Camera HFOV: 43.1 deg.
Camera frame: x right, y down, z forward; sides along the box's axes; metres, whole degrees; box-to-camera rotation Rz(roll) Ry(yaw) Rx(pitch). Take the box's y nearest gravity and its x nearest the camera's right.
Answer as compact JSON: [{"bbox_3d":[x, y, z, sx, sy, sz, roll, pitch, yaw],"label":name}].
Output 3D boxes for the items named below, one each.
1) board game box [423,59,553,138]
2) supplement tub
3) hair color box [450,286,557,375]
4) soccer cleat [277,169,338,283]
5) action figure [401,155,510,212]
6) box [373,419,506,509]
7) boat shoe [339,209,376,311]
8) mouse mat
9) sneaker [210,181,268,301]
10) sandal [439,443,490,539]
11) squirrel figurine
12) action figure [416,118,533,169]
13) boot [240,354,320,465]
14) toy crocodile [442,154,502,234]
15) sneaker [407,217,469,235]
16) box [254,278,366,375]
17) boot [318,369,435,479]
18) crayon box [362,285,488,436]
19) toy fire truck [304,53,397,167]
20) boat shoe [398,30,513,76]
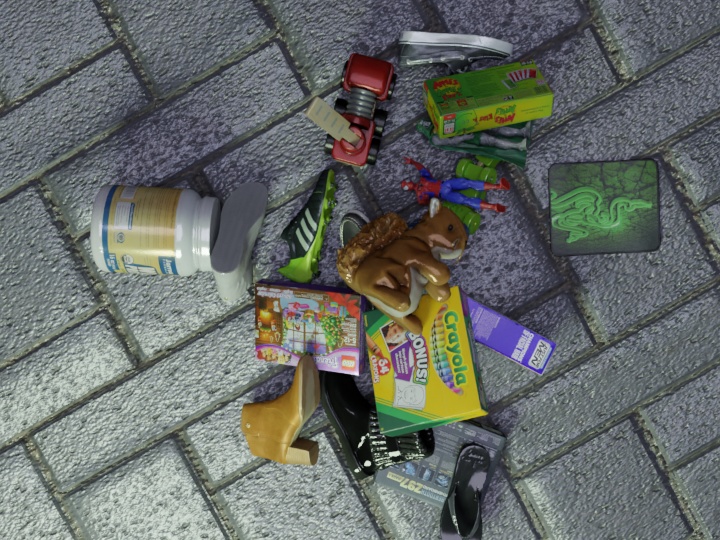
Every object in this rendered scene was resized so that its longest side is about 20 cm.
[{"bbox_3d":[0.212,-0.289,1.531,0.195,0.103,0.048,-12,138,-7],"label":"board game box"},{"bbox_3d":[-0.341,-0.067,1.538,0.195,0.145,0.148,3,93,1],"label":"supplement tub"},{"bbox_3d":[0.228,0.101,1.560,0.197,0.109,0.066,26,92,0],"label":"hair color box"},{"bbox_3d":[-0.092,-0.080,1.578,0.079,0.067,0.205,15,93,12],"label":"soccer cleat"},{"bbox_3d":[0.139,-0.142,1.522,0.197,0.098,0.067,9,83,37],"label":"action figure"},{"bbox_3d":[0.138,0.327,1.601,0.196,0.051,0.161,20,93,-1],"label":"box"},{"bbox_3d":[0.000,0.000,1.551,0.073,0.060,0.204,4,117,34],"label":"boat shoe"},{"bbox_3d":[0.428,-0.110,1.600,0.195,0.008,0.165,-3,93,2],"label":"mouse mat"},{"bbox_3d":[-0.209,-0.047,1.575,0.072,0.117,0.203,14,57,7],"label":"sneaker"},{"bbox_3d":[0.178,0.399,1.560,0.074,0.043,0.205,5,95,-2],"label":"sandal"},{"bbox_3d":[0.068,-0.032,1.435,0.198,0.142,0.188,31,80,30],"label":"squirrel figurine"},{"bbox_3d":[0.189,-0.234,1.553,0.195,0.055,0.120,7,50,16],"label":"action figure"},{"bbox_3d":[-0.143,0.236,1.562,0.141,0.071,0.206,6,105,27],"label":"boot"},{"bbox_3d":[0.191,-0.125,1.576,0.067,0.061,0.204,23,93,35],"label":"toy crocodile"},{"bbox_3d":[0.097,-0.041,1.561,0.196,0.077,0.087,-5,106,28],"label":"sneaker"},{"bbox_3d":[-0.086,0.095,1.556,0.195,0.039,0.140,6,104,19],"label":"box"},{"bbox_3d":[0.029,0.235,1.546,0.156,0.079,0.215,-29,81,29],"label":"boot"},{"bbox_3d":[0.102,0.146,1.465,0.169,0.058,0.204,-17,69,20],"label":"crayon box"},{"bbox_3d":[-0.016,-0.271,1.498,0.126,0.200,0.180,15,93,-1],"label":"toy fire truck"},{"bbox_3d":[0.161,-0.366,1.557,0.195,0.072,0.070,4,98,-2],"label":"boat shoe"}]
